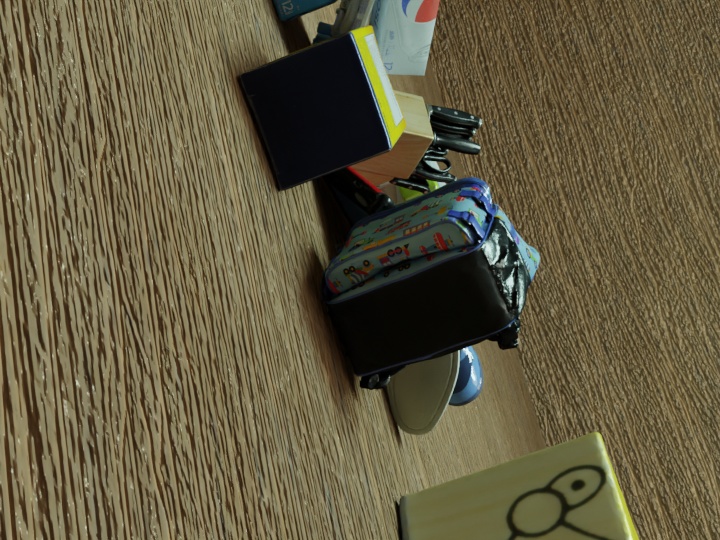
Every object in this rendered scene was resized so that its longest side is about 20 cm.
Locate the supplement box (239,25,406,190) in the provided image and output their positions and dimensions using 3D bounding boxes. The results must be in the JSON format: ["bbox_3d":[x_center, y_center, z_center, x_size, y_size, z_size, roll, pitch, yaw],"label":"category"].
[{"bbox_3d":[-0.030,-0.156,1.283,0.200,0.108,0.110,-61,131,-77],"label":"supplement box"}]

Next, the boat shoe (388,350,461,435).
[{"bbox_3d":[0.073,0.067,1.409,0.060,0.073,0.203,20,73,-71],"label":"boat shoe"}]

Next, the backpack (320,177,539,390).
[{"bbox_3d":[0.071,-0.004,1.273,0.136,0.181,0.200,64,26,-15],"label":"backpack"}]

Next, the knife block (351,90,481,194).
[{"bbox_3d":[0.039,-0.157,1.489,0.201,0.174,0.065,59,14,-52],"label":"knife block"}]

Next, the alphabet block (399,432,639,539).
[{"bbox_3d":[0.162,0.298,1.227,0.196,0.198,0.198,-96,164,-54],"label":"alphabet block"}]

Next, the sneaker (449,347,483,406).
[{"bbox_3d":[0.085,0.069,1.654,0.202,0.073,0.082,67,9,23],"label":"sneaker"}]

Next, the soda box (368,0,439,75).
[{"bbox_3d":[0.055,-0.325,1.573,0.069,0.063,0.202,-105,-160,-48],"label":"soda box"}]

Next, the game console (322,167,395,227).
[{"bbox_3d":[0.000,0.000,1.439,0.172,0.119,0.201,40,-11,34],"label":"game console"}]

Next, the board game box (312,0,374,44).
[{"bbox_3d":[-0.015,-0.306,1.580,0.201,0.026,0.202,-94,-157,-59],"label":"board game box"}]

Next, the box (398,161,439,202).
[{"bbox_3d":[0.074,-0.095,1.684,0.201,0.047,0.123,-104,171,-56],"label":"box"}]

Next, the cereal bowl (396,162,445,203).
[{"bbox_3d":[0.087,-0.062,1.885,0.200,0.082,0.203,-20,90,-82],"label":"cereal bowl"}]

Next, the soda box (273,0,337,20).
[{"bbox_3d":[-0.090,-0.384,1.530,0.068,0.063,0.202,-63,133,-78],"label":"soda box"}]

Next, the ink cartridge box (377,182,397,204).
[{"bbox_3d":[-0.001,-0.197,1.649,0.162,0.049,0.202,82,-6,-52],"label":"ink cartridge box"}]
